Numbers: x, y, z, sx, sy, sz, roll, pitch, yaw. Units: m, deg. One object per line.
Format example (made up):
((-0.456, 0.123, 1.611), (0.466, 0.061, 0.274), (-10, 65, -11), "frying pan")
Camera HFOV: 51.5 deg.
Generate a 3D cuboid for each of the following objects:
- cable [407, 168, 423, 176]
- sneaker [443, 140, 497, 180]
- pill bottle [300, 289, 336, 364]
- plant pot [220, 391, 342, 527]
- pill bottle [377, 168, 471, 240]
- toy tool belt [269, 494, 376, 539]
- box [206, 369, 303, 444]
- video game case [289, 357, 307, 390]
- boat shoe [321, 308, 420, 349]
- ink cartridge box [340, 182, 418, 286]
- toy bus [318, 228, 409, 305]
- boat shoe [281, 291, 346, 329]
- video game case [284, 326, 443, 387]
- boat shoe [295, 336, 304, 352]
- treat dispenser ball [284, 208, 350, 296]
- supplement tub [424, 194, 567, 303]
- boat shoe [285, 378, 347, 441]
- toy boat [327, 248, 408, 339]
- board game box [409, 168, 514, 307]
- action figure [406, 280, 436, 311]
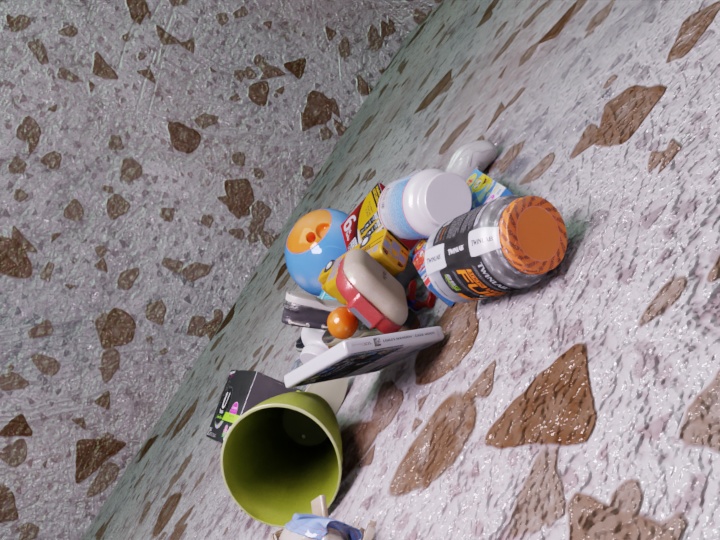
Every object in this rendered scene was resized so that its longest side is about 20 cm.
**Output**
((0.094, -0.132, 1.655), (0.199, 0.069, 0.202), (-32, 26, 57), "cable")
((0.194, -0.163, 1.427), (0.199, 0.078, 0.100), (-40, 52, -1), "sneaker")
((-0.049, 0.104, 1.485), (0.110, 0.110, 0.202), (-33, 24, 53), "pill bottle")
((-0.104, 0.269, 1.188), (0.188, 0.186, 0.200), (-50, 0, 13), "plant pot")
((0.107, -0.109, 1.244), (0.110, 0.108, 0.200), (-55, 14, -10), "pill bottle")
((-0.036, 0.331, 0.890), (0.199, 0.123, 0.125), (-26, 38, 60), "toy tool belt")
((-0.206, 0.289, 1.482), (0.199, 0.122, 0.152), (-16, 52, 65), "box")
((-0.129, 0.246, 1.594), (0.199, 0.023, 0.184), (-34, 24, 55), "video game case")
((0.023, 0.117, 1.299), (0.197, 0.075, 0.076), (-13, 22, 40), "boat shoe")
((0.057, -0.070, 1.476), (0.176, 0.083, 0.202), (-47, 36, 24), "ink cartridge box")
((0.000, 0.000, 1.354), (0.199, 0.065, 0.079), (-32, 27, 41), "toy bus")
((-0.050, 0.090, 1.390), (0.074, 0.196, 0.062), (-138, 63, -70), "boat shoe")
((0.002, 0.133, 1.144), (0.199, 0.179, 0.024), (-35, 66, 52), "video game case")
((-0.089, 0.124, 1.637), (0.075, 0.063, 0.199), (-42, 5, -40), "boat shoe")
((-0.078, -0.041, 1.734), (0.202, 0.200, 0.202), (-49, 15, 17), "treat dispenser ball")
((0.181, -0.029, 1.016), (0.124, 0.122, 0.199), (-59, 14, -21), "supplement tub")
((-0.094, 0.260, 1.340), (0.204, 0.073, 0.063), (-59, 17, -12), "boat shoe")
((-0.003, 0.054, 1.200), (0.131, 0.130, 0.200), (-47, 8, 11), "toy boat")
((0.174, -0.061, 1.252), (0.201, 0.055, 0.196), (-52, 14, 9), "board game box")
((0.064, 0.052, 1.337), (0.199, 0.064, 0.053), (-23, 54, 62), "action figure")
